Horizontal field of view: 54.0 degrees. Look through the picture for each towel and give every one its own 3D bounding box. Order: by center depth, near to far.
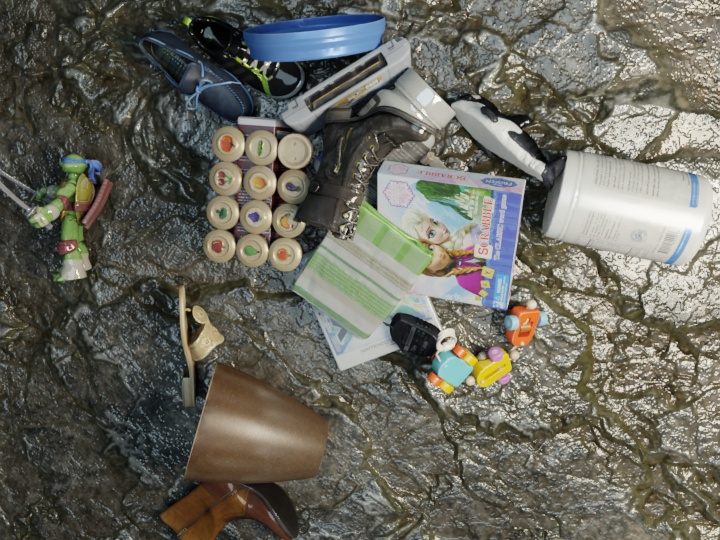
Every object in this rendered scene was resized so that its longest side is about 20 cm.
[{"bbox_3d":[0.000,0.000,1.046,0.149,0.031,0.200,36,125,-2],"label":"towel"}]

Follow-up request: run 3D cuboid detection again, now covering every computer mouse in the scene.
[{"bbox_3d":[0.041,0.077,1.107,0.199,0.034,0.059,26,127,8],"label":"computer mouse"}]

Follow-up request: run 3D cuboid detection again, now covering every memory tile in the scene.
[{"bbox_3d":[-0.149,-0.102,1.021,0.153,0.017,0.201,8,100,6],"label":"memory tile"}]

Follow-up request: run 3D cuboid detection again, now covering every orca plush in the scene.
[{"bbox_3d":[0.222,-0.203,1.010,0.071,0.105,0.200,-41,48,-9],"label":"orca plush"}]

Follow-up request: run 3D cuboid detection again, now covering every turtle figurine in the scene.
[{"bbox_3d":[-0.502,-0.084,1.128,0.144,0.200,0.195,9,108,42],"label":"turtle figurine"}]

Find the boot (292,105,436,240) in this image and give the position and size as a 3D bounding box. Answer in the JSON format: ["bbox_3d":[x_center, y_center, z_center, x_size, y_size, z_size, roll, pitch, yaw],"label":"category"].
[{"bbox_3d":[0.003,-0.124,0.940,0.200,0.069,0.175,11,85,43],"label":"boot"}]

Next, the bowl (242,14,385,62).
[{"bbox_3d":[-0.063,-0.326,0.990,0.200,0.201,0.040,-1,115,9],"label":"bowl"}]

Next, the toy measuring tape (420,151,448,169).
[{"bbox_3d":[0.144,-0.081,1.054,0.073,0.074,0.200,-38,100,13],"label":"toy measuring tape"}]

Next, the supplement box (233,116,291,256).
[{"bbox_3d":[-0.148,-0.129,1.080,0.061,0.109,0.201,4,99,7],"label":"supplement box"}]

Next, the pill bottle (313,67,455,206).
[{"bbox_3d":[0.036,-0.191,1.038,0.114,0.114,0.200,46,104,-1],"label":"pill bottle"}]

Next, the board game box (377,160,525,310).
[{"bbox_3d":[0.123,-0.048,1.008,0.199,0.041,0.201,10,128,15],"label":"board game box"}]

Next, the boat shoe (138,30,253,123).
[{"bbox_3d":[-0.259,-0.288,1.084,0.200,0.069,0.084,34,118,6],"label":"boat shoe"}]

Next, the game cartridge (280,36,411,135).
[{"bbox_3d":[-0.015,-0.260,1.021,0.200,0.133,0.042,-30,87,7],"label":"game cartridge"}]

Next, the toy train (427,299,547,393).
[{"bbox_3d":[0.182,0.109,1.075,0.199,0.056,0.151,-9,122,-25],"label":"toy train"}]

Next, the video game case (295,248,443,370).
[{"bbox_3d":[0.011,0.039,1.128,0.182,0.022,0.201,-22,96,12],"label":"video game case"}]

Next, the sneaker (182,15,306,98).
[{"bbox_3d":[-0.179,-0.320,1.064,0.200,0.083,0.072,28,103,3],"label":"sneaker"}]

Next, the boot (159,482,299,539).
[{"bbox_3d":[-0.225,0.432,1.210,0.188,0.068,0.200,44,104,-1],"label":"boot"}]

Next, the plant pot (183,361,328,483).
[{"bbox_3d":[-0.159,0.261,1.128,0.199,0.187,0.188,16,102,-9],"label":"plant pot"}]

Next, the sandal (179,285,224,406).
[{"bbox_3d":[-0.261,0.123,1.171,0.069,0.078,0.213,-1,106,-11],"label":"sandal"}]

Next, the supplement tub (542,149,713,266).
[{"bbox_3d":[0.370,-0.089,0.995,0.199,0.132,0.132,14,102,7],"label":"supplement tub"}]
